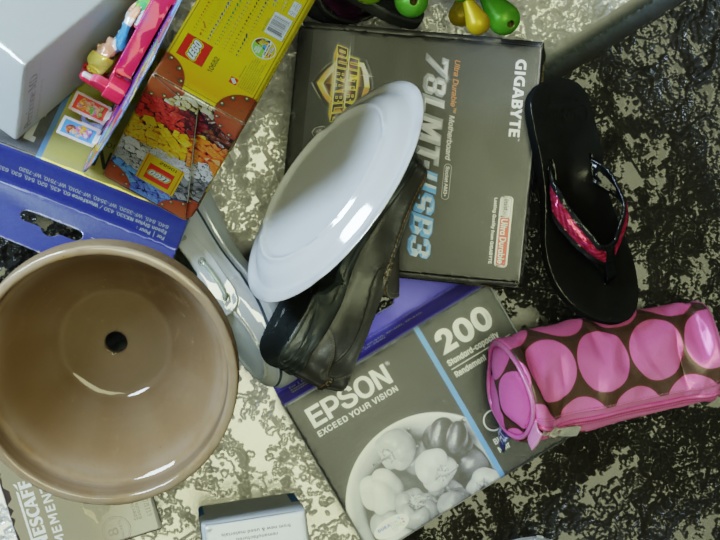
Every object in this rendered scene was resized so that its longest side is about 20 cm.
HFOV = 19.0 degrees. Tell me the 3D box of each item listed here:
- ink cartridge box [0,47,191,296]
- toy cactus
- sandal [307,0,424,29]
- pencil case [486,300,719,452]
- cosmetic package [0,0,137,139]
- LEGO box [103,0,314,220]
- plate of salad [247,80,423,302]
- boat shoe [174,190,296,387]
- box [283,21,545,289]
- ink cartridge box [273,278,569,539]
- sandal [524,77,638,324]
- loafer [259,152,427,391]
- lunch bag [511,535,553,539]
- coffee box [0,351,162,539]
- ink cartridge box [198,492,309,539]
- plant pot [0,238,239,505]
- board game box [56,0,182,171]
[{"bbox_3d":[-0.212,-0.102,1.678,0.198,0.047,0.200,21,55,-4],"label":"ink cartridge box"},{"bbox_3d":[0.050,-0.270,1.704,0.200,0.102,0.165,23,49,-11],"label":"toy cactus"},{"bbox_3d":[-0.044,-0.239,1.738,0.200,0.075,0.048,24,123,-5],"label":"sandal"},{"bbox_3d":[0.199,0.083,1.715,0.200,0.094,0.091,-13,134,-22],"label":"pencil case"},{"bbox_3d":[-0.219,-0.204,1.653,0.071,0.101,0.200,38,58,10],"label":"cosmetic package"},{"bbox_3d":[-0.103,-0.161,1.630,0.077,0.149,0.200,30,56,-5],"label":"LEGO box"},{"bbox_3d":[-0.013,-0.056,1.628,0.048,0.200,0.200,35,86,-24],"label":"plate of salad"},{"bbox_3d":[-0.124,0.014,1.714,0.067,0.074,0.200,-26,79,-32],"label":"boat shoe"},{"bbox_3d":[0.041,-0.092,1.727,0.198,0.050,0.200,6,88,9],"label":"box"},{"bbox_3d":[0.042,0.097,1.748,0.198,0.043,0.200,-31,91,-5],"label":"ink cartridge box"},{"bbox_3d":[0.175,-0.053,1.681,0.075,0.045,0.200,-15,92,-26],"label":"sandal"},{"bbox_3d":[0.000,0.000,1.680,0.072,0.073,0.200,33,87,-24],"label":"loafer"},{"bbox_3d":[0.159,0.320,1.736,0.176,0.082,0.200,-38,92,-5],"label":"lunch bag"},{"bbox_3d":[-0.239,0.125,1.701,0.113,0.080,0.200,-17,91,-7],"label":"coffee box"},{"bbox_3d":[-0.073,0.283,1.682,0.084,0.145,0.200,-8,90,-6],"label":"ink cartridge box"},{"bbox_3d":[-0.187,0.066,1.609,0.201,0.093,0.201,1,106,2],"label":"plant pot"},{"bbox_3d":[-0.175,-0.172,1.608,0.039,0.158,0.200,28,55,-11],"label":"board game box"}]
